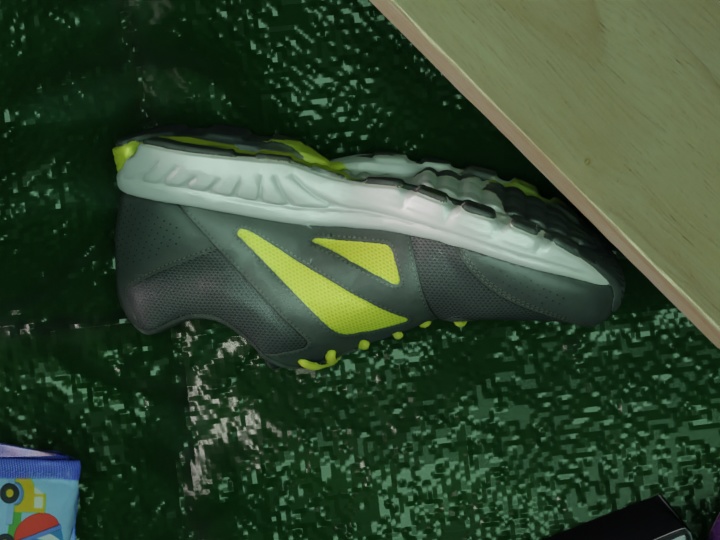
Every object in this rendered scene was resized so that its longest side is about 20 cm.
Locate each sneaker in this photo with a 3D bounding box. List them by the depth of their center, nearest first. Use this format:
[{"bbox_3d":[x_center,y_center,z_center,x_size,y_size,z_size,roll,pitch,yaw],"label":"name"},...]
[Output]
[{"bbox_3d":[0.000,0.000,1.129,0.199,0.074,0.085,13,105,8],"label":"sneaker"}]

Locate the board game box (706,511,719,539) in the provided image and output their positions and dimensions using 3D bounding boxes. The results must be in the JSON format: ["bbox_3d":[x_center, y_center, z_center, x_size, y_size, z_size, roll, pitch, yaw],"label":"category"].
[{"bbox_3d":[0.173,0.193,1.115,0.032,0.120,0.201,-12,118,40],"label":"board game box"}]

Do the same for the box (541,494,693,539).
[{"bbox_3d":[0.052,0.191,1.147,0.199,0.079,0.142,-21,95,0],"label":"box"}]

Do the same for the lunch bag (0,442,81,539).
[{"bbox_3d":[-0.197,0.137,1.138,0.199,0.094,0.152,4,96,-15],"label":"lunch bag"}]

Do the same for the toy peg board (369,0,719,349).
[{"bbox_3d":[0.121,-0.108,1.116,0.200,0.098,0.199,44,78,-7],"label":"toy peg board"}]
